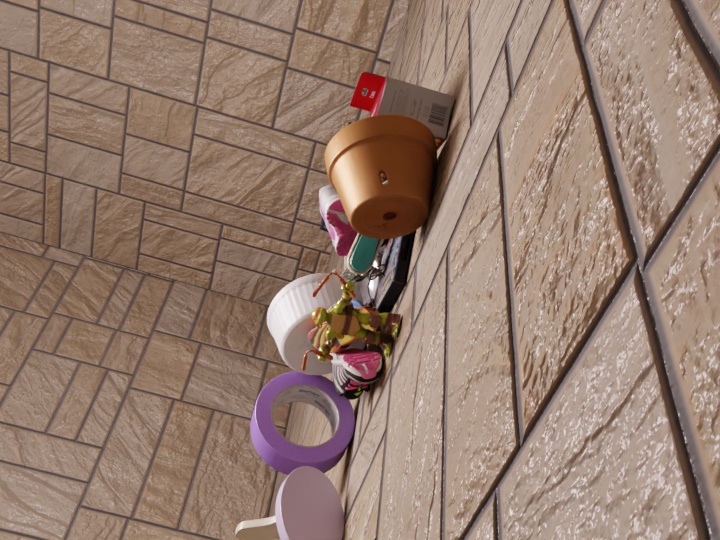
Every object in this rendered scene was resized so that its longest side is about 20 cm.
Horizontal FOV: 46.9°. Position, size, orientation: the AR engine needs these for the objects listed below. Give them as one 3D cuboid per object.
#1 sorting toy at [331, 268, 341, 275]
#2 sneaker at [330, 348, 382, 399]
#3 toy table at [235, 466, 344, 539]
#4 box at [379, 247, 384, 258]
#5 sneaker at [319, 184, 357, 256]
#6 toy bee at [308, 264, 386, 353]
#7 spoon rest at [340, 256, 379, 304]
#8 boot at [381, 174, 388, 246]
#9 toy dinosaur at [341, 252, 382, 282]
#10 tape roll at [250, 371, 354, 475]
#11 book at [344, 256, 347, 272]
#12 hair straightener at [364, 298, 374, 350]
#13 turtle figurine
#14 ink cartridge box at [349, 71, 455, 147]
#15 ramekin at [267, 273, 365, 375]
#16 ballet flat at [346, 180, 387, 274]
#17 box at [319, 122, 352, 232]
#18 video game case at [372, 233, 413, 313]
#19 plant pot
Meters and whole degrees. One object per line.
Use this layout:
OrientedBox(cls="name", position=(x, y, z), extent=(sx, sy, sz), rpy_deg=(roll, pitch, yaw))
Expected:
OrientedBox(cls="sorting toy", position=(-0.052, 0.123, 1.884), extent=(0.201, 0.036, 0.187), rpy_deg=(83, -176, -57))
OrientedBox(cls="sneaker", position=(-0.006, 0.195, 1.518), extent=(0.200, 0.073, 0.089), rpy_deg=(-178, 81, -72))
OrientedBox(cls="toy table", position=(-0.109, 0.450, 1.427), extent=(0.118, 0.183, 0.200), rpy_deg=(-53, 6, 24))
OrientedBox(cls="box", position=(0.053, -0.127, 1.951), extent=(0.039, 0.041, 0.202), rpy_deg=(116, 168, -65))
OrientedBox(cls="sneaker", position=(-0.037, -0.109, 1.740), extent=(0.201, 0.081, 0.089), rpy_deg=(76, 171, -54))
OrientedBox(cls="toy bee", position=(-0.007, 0.100, 1.505), extent=(0.109, 0.130, 0.200), rpy_deg=(55, 138, 19))
OrientedBox(cls="spoon rest", position=(0.011, -0.003, 1.803), extent=(0.061, 0.098, 0.201), rpy_deg=(85, -158, -57))
OrientedBox(cls="boot", position=(0.024, -0.163, 1.696), extent=(0.202, 0.153, 0.074), rpy_deg=(-69, -17, 7))
OrientedBox(cls="toy dinosaur", position=(0.000, 0.000, 1.704), extent=(0.088, 0.048, 0.200), rpy_deg=(-44, 7, -28))
OrientedBox(cls="tape roll", position=(-0.113, 0.299, 1.627), extent=(0.066, 0.198, 0.201), rpy_deg=(111, 172, -46))
OrientedBox(cls="book", position=(-0.019, 0.039, 1.902), extent=(0.134, 0.047, 0.203), rpy_deg=(107, 160, -79))
OrientedBox(cls="hair straightener", position=(0.010, 0.145, 1.716), extent=(0.077, 0.040, 0.202), rpy_deg=(-113, 42, -58))
OrientedBox(cls="turtle figurine", position=(-0.020, 0.098, 1.424), extent=(0.065, 0.159, 0.202), rpy_deg=(-88, 15, -65))
OrientedBox(cls="ink cartridge box", position=(0.063, -0.277, 1.540), extent=(0.200, 0.174, 0.085), rpy_deg=(132, 153, -79))
OrientedBox(cls="ramekin", position=(-0.080, 0.113, 1.644), extent=(0.098, 0.198, 0.202), rpy_deg=(-114, 34, -49))
OrientedBox(cls="ballet flat", position=(0.029, -0.087, 1.612), extent=(0.201, 0.069, 0.069), rpy_deg=(-61, 6, 2))
OrientedBox(cls="box", position=(-0.006, -0.206, 1.939), extent=(0.201, 0.123, 0.198), rpy_deg=(-83, 12, -59))
OrientedBox(cls="video game case", position=(0.063, -0.011, 1.591), extent=(0.200, 0.025, 0.182), rpy_deg=(114, 170, -60))
OrientedBox(cls="plant pot", position=(0.043, -0.149, 1.429), extent=(0.201, 0.198, 0.141), rpy_deg=(113, 153, -55))
